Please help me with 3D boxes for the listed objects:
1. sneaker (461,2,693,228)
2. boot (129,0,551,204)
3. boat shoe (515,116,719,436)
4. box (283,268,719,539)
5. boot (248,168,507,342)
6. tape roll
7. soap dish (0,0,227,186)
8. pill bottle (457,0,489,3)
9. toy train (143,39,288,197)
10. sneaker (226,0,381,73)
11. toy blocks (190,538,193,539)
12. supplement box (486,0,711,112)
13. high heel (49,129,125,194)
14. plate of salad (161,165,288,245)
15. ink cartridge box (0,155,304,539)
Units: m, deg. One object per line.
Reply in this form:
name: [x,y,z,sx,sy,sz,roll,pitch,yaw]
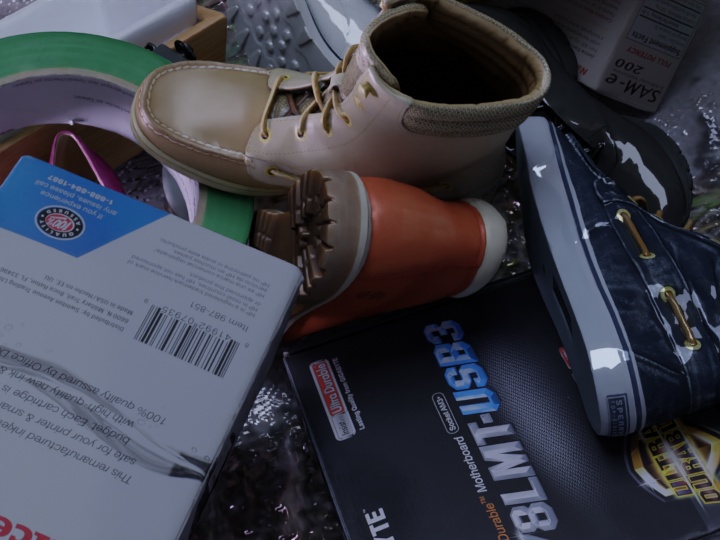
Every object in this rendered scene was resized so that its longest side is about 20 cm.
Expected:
sneaker: [0.103,-0.080,0.860,0.091,0.076,0.200,7,35,-47]
boot: [-0.015,-0.086,0.762,0.200,0.155,0.073,15,71,-3]
boat shoe: [0.136,-0.006,0.755,0.091,0.071,0.200,-11,47,-2]
box: [0.081,0.088,0.748,0.198,0.050,0.200,-17,43,-5]
boot: [0.000,0.000,0.801,0.107,0.200,0.075,2,80,-20]
tape roll: [-0.158,-0.035,0.822,0.200,0.048,0.201,5,60,-9]
soap dish: [-0.195,-0.110,0.976,0.200,0.081,0.157,-36,33,-21]
pill bottle: [0.095,-0.227,0.871,0.200,0.114,0.114,-21,33,40]
toy train: [-0.053,-0.071,0.886,0.200,0.046,0.034,37,68,18]
sneaker: [-0.009,-0.133,0.918,0.080,0.076,0.200,-24,69,-31]
toy blocks: [-0.147,0.159,0.711,0.200,0.100,0.137,-36,59,-22]
supplement box: [0.162,-0.215,0.936,0.073,0.200,0.126,9,22,-47]
high heel: [-0.141,0.012,0.844,0.067,0.096,0.200,-13,43,0]
plate of salad: [-0.028,-0.085,0.952,0.200,0.048,0.200,-8,43,7]
ink cartridge box: [-0.131,0.066,0.681,0.145,0.084,0.200,23,52,1]
